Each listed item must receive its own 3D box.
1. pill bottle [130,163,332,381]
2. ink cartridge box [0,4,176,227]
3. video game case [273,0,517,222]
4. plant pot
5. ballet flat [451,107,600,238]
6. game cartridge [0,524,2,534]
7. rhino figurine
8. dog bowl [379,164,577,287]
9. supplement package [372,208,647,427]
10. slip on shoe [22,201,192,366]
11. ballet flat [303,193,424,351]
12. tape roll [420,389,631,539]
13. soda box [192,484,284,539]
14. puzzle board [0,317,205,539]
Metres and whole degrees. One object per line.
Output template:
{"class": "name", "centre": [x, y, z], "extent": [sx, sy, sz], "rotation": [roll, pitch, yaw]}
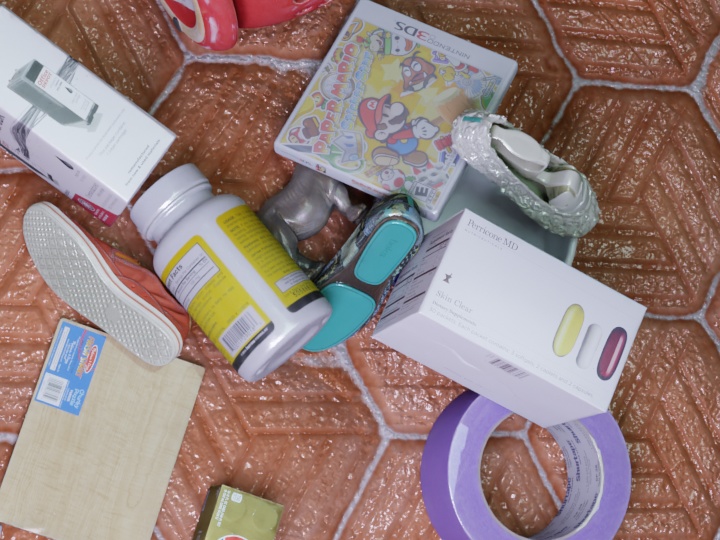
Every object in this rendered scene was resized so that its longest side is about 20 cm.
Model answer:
{"class": "pill bottle", "centre": [-0.128, -0.002, 1.529], "extent": [0.111, 0.111, 0.200], "rotation": [-37, 81, -19]}
{"class": "ink cartridge box", "centre": [-0.285, -0.140, 1.495], "extent": [0.200, 0.147, 0.083], "rotation": [37, 74, -8]}
{"class": "video game case", "centre": [0.037, -0.165, 1.607], "extent": [0.181, 0.023, 0.201], "rotation": [24, 66, 11]}
{"class": "plant pot", "centre": [-0.116, -0.330, 1.555], "extent": [0.182, 0.200, 0.201], "rotation": [-30, 91, -16]}
{"class": "ballet flat", "centre": [0.174, -0.094, 1.574], "extent": [0.199, 0.072, 0.072], "rotation": [31, 73, -26]}
{"class": "game cartridge", "centre": [-0.406, 0.319, 1.441], "extent": [0.129, 0.038, 0.201], "rotation": [11, 78, -12]}
{"class": "rhino figurine", "centre": [-0.034, -0.078, 1.609], "extent": [0.087, 0.060, 0.200], "rotation": [36, 71, 5]}
{"class": "dog bowl", "centre": [0.118, -0.044, 1.643], "extent": [0.199, 0.079, 0.202], "rotation": [3, 80, -18]}
{"class": "supplement package", "centre": [0.138, 0.049, 1.507], "extent": [0.199, 0.156, 0.111], "rotation": [27, 73, -10]}
{"class": "slip on shoe", "centre": [-0.243, 0.008, 1.534], "extent": [0.200, 0.074, 0.061], "rotation": [41, 37, -1]}
{"class": "ballet flat", "centre": [0.000, 0.000, 1.571], "extent": [0.074, 0.200, 0.075], "rotation": [28, 36, -22]}
{"class": "tape roll", "centre": [0.167, 0.207, 1.615], "extent": [0.199, 0.085, 0.202], "rotation": [3, 80, -16]}
{"class": "soda box", "centre": [-0.137, 0.309, 1.511], "extent": [0.067, 0.064, 0.201], "rotation": [20, 76, -14]}
{"class": "puzzle board", "centre": [-0.249, 0.163, 1.526], "extent": [0.150, 0.017, 0.201], "rotation": [20, 75, -12]}
